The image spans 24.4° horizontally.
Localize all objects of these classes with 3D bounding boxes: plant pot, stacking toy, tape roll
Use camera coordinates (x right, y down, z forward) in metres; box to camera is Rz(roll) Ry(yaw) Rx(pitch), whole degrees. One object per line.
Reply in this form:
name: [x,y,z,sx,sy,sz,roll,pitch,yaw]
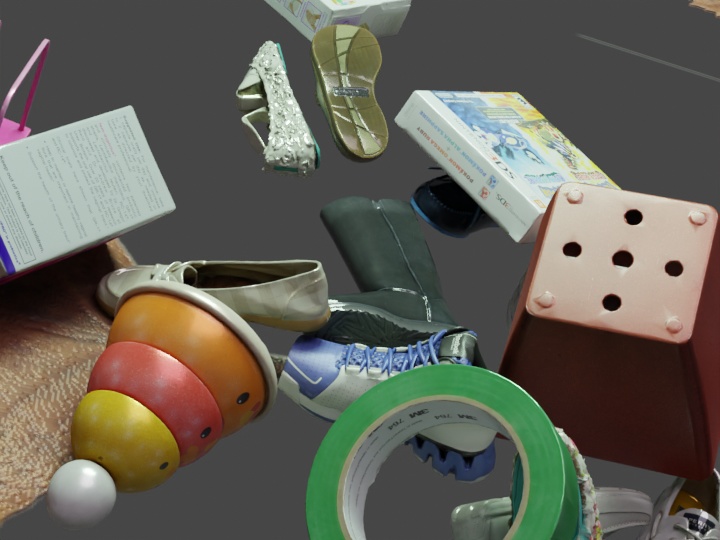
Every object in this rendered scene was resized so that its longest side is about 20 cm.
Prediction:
plant pot: [0.221,0.035,1.418,0.200,0.176,0.200,11,61,15]
stacking toy: [-0.167,0.118,1.245,0.146,0.146,0.200,31,53,8]
tape roll: [0.060,0.169,1.241,0.200,0.200,0.048,53,1,35]

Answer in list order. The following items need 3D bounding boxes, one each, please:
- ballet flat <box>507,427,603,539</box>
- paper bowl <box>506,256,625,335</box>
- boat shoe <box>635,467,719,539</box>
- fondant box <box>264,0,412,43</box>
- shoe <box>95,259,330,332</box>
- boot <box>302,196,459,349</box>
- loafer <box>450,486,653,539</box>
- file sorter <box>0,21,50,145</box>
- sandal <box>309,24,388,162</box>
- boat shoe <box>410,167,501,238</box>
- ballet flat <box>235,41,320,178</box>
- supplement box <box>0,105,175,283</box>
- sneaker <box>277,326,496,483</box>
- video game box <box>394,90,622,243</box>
ballet flat: [0.159,0.219,1.281,0.064,0.076,0.200,5,77,-60]
paper bowl: [0.250,0.043,1.603,0.201,0.104,0.201,18,35,-13]
boat shoe: [0.268,0.229,1.389,0.071,0.070,0.200,30,34,6]
fondant box: [-0.057,-0.349,1.977,0.144,0.058,0.200,-18,52,-46]
shoe: [-0.124,0.012,1.402,0.200,0.053,0.070,3,36,4]
boot: [0.001,0.000,1.531,0.165,0.066,0.200,15,37,-30]
loafer: [0.159,0.215,1.354,0.200,0.070,0.070,-2,79,-33]
file sorter: [-0.390,-0.167,1.455,0.200,0.125,0.139,22,34,-5]
sandal: [-0.016,-0.188,1.797,0.080,0.054,0.200,5,53,-19]
boat shoe: [0.118,-0.085,1.683,0.084,0.069,0.200,50,28,11]
ballet flat: [-0.093,-0.167,1.704,0.072,0.072,0.200,8,37,-25]
supplement box: [-0.266,-0.055,1.373,0.200,0.101,0.103,-28,95,-49]
sneaker: [0.042,0.086,1.398,0.199,0.115,0.081,25,33,-1]
video game box: [0.154,-0.105,1.638,0.182,0.047,0.200,48,29,21]
